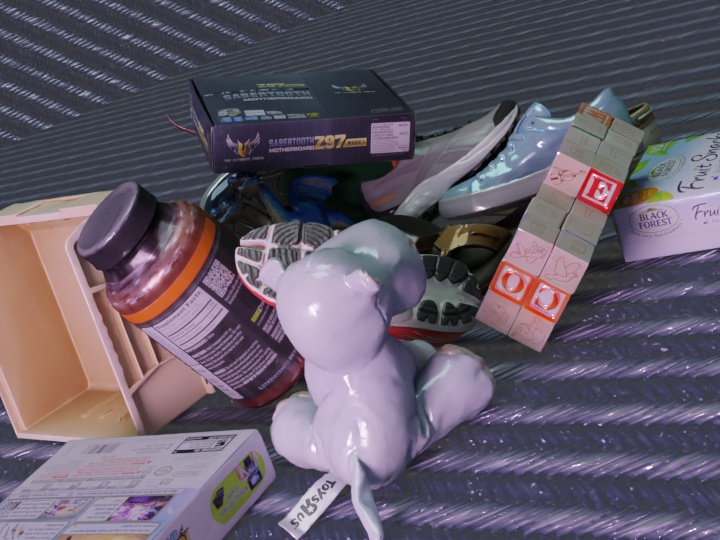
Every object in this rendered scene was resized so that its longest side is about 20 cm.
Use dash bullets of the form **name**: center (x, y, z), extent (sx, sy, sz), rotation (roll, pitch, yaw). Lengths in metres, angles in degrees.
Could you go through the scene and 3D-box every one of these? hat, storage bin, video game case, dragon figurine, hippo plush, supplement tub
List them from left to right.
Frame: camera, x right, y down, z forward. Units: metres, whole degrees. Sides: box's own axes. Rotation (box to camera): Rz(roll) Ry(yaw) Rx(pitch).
- **storage bin**: center (-0.250, 0.042, 1.086), extent (0.198, 0.201, 0.093), rotation (-3, 22, 44)
- **video game case**: center (-0.186, 0.182, 0.865), extent (0.198, 0.046, 0.181), rotation (-9, 21, 34)
- **supplement tub**: center (-0.130, 0.016, 0.989), extent (0.106, 0.200, 0.108), rotation (-34, 31, 24)
- **hat**: center (-0.054, -0.115, 1.245), extent (0.199, 0.176, 0.167), rotation (-34, 44, 13)
- **dragon figurine**: center (-0.046, -0.052, 1.176), extent (0.198, 0.100, 0.059), rotation (-6, -35, -41)
- **hippo plush**: center (-0.018, 0.057, 0.845), extent (0.158, 0.163, 0.200), rotation (-4, 25, 40)

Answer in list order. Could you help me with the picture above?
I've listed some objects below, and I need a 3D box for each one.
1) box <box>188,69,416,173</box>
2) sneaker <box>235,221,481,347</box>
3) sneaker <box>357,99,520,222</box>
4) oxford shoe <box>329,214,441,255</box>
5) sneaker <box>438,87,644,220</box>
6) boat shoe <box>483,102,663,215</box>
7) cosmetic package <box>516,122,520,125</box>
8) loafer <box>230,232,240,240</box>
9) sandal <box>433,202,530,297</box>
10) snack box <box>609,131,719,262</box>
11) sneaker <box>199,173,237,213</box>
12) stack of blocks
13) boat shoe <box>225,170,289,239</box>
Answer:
- **box**: center (-0.061, -0.149, 1.203), extent (0.197, 0.052, 0.158), rotation (-4, 25, -14)
- **sneaker**: center (-0.006, 0.024, 0.966), extent (0.085, 0.197, 0.078), rotation (118, 166, -59)
- **sneaker**: center (0.082, -0.112, 1.220), extent (0.200, 0.079, 0.074), rotation (-40, -12, -19)
- **oxford shoe**: center (0.000, 0.000, 1.067), extent (0.071, 0.072, 0.199), rotation (27, 21, 35)
- **sneaker**: center (0.159, -0.109, 1.151), extent (0.197, 0.083, 0.074), rotation (-21, -5, 9)
- **boat shoe**: center (0.198, -0.107, 1.212), extent (0.197, 0.063, 0.073), rotation (-18, 20, 13)
- **cosmetic package**: center (0.102, -0.104, 1.328), extent (0.197, 0.051, 0.083), rotation (-17, 20, 14)
- **loafer**: center (-0.132, 0.001, 1.153), extent (0.069, 0.071, 0.200), rotation (-24, -18, 13)
- **sandal**: center (0.105, -0.024, 1.096), extent (0.199, 0.055, 0.081), rotation (-33, 23, -34)
- **snack box**: center (0.318, -0.073, 1.003), extent (0.198, 0.054, 0.142), rotation (-10, 21, 32)
- **sneaker**: center (-0.090, -0.101, 1.490), extent (0.200, 0.078, 0.146), rotation (-27, 17, -18)
- **stack of blocks**: center (0.161, -0.040, 0.973), extent (0.058, 0.116, 0.200), rotation (26, 33, 7)
- **boat shoe**: center (-0.089, -0.108, 1.411), extent (0.200, 0.074, 0.073), rotation (-49, -7, 18)
